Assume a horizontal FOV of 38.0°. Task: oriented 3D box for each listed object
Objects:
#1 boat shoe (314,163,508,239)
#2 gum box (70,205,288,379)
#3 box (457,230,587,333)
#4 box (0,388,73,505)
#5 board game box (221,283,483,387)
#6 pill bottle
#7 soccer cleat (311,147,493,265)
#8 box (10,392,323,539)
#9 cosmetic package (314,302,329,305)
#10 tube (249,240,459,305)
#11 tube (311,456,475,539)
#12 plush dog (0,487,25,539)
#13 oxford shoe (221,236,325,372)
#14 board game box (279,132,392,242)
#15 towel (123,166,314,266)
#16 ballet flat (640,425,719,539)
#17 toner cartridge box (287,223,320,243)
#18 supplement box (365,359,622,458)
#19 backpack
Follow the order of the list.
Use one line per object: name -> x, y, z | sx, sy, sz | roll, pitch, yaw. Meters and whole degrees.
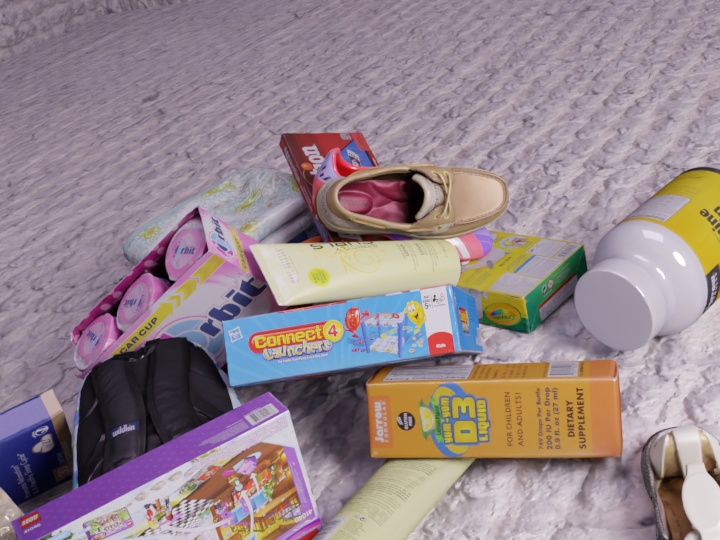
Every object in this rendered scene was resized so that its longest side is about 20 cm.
boat shoe -> 0.058, -0.067, 1.020 | 0.198, 0.075, 0.066 | -7, -3, -13
gum box -> -0.174, 0.046, 0.998 | 0.200, 0.113, 0.066 | -42, 44, 19
box -> 0.125, 0.004, 1.107 | 0.199, 0.049, 0.117 | 14, 38, 42
box -> -0.346, 0.185, 0.906 | 0.199, 0.122, 0.032 | -24, 59, -20
board game box -> 0.002, 0.060, 0.933 | 0.194, 0.056, 0.200 | -9, -6, 11
pill bottle -> 0.286, -0.010, 0.966 | 0.111, 0.113, 0.200 | 12, 36, 44
soccer cleat -> 0.047, -0.065, 1.076 | 0.198, 0.077, 0.067 | 17, 32, -2
box -> -0.127, 0.191, 0.743 | 0.199, 0.138, 0.039 | -25, 27, -22
cosmetic package -> 0.024, -0.018, 1.201 | 0.082, 0.051, 0.200 | 6, 32, 44
tube -> 0.000, 0.000, 0.971 | 0.198, 0.052, 0.058 | -2, 2, -30
tube -> 0.021, 0.182, 0.795 | 0.058, 0.052, 0.200 | 38, 36, 11
plush dog -> -0.309, 0.249, 0.766 | 0.172, 0.161, 0.200 | -45, 7, -25
oxford shoe -> -0.110, 0.027, 1.115 | 0.199, 0.071, 0.072 | -37, 24, -8
board game box -> -0.012, -0.082, 1.148 | 0.102, 0.020, 0.201 | -5, 47, -25
towel -> -0.154, -0.051, 1.191 | 0.200, 0.048, 0.171 | -37, 31, -24
ballet flat -> 0.231, 0.149, 0.718 | 0.071, 0.073, 0.201 | -9, 25, 12
toner cartridge box -> -0.088, -0.051, 1.285 | 0.095, 0.043, 0.200 | -31, 16, -6
supplement box -> 0.106, 0.111, 0.833 | 0.198, 0.067, 0.069 | -3, 7, 16
backpack -> -0.170, 0.143, 0.888 | 0.162, 0.154, 0.201 | -21, 47, -9
